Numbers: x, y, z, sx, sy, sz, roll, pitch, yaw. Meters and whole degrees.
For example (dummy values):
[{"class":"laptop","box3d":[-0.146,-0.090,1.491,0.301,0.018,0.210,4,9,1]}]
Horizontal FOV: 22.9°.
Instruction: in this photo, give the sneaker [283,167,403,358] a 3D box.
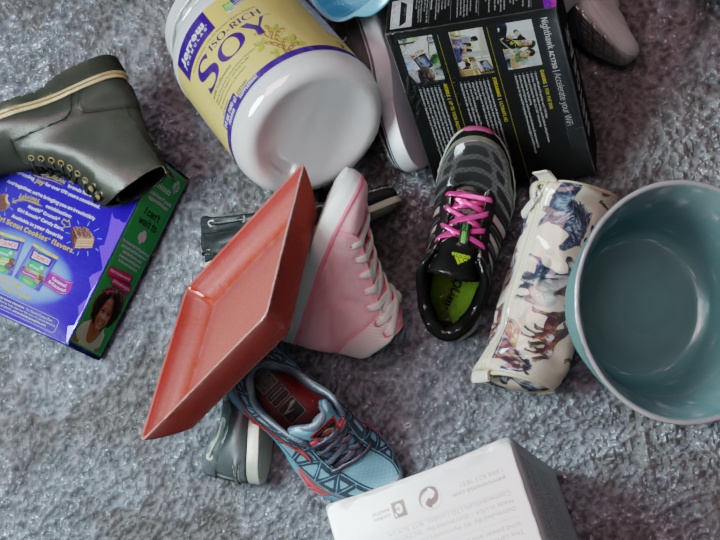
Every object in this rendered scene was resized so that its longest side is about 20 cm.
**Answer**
[{"class":"sneaker","box3d":[0.000,0.000,1.577,0.105,0.200,0.075,20,40,0]}]

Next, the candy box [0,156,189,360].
[{"class":"candy box","box3d":[-0.288,-0.040,1.713,0.169,0.077,0.200,23,84,21]}]

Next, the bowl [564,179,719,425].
[{"class":"bowl","box3d":[0.253,0.028,1.501,0.200,0.105,0.201,1,87,-16]}]

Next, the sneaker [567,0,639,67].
[{"class":"sneaker","box3d":[0.205,-0.277,1.635,0.087,0.075,0.200,-28,74,-7]}]

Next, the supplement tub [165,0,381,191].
[{"class":"supplement tub","box3d":[-0.085,-0.180,1.630,0.145,0.145,0.200,-41,48,3]}]

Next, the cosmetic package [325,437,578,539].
[{"class":"cosmetic package","box3d":[0.094,0.252,1.462,0.165,0.200,0.165,-21,72,10]}]

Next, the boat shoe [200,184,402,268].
[{"class":"boat shoe","box3d":[-0.061,-0.055,1.652,0.199,0.074,0.066,-20,83,20]}]

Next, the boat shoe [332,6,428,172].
[{"class":"boat shoe","box3d":[0.018,-0.178,1.671,0.057,0.069,0.200,-24,68,29]}]

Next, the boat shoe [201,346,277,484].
[{"class":"boat shoe","box3d":[-0.113,0.095,1.631,0.062,0.073,0.200,0,81,12]}]

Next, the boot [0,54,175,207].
[{"class":"boot","box3d":[-0.284,-0.095,1.647,0.200,0.077,0.138,-32,72,4]}]

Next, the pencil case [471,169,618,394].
[{"class":"pencil case","box3d":[0.159,0.015,1.564,0.089,0.078,0.200,22,81,-24]}]

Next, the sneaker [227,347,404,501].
[{"class":"sneaker","box3d":[-0.040,0.143,1.555,0.200,0.096,0.079,40,84,-11]}]

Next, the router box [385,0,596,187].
[{"class":"router box","box3d":[0.118,-0.159,1.561,0.149,0.200,0.051,-7,46,14]}]

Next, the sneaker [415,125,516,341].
[{"class":"sneaker","box3d":[0.091,-0.025,1.559,0.074,0.087,0.200,12,105,5]}]

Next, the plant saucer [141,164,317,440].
[{"class":"plant saucer","box3d":[-0.105,0.034,1.531,0.200,0.037,0.200,-44,23,36]}]

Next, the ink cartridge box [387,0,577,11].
[{"class":"ink cartridge box","box3d":[0.091,-0.281,1.625,0.146,0.084,0.200,-47,63,45]}]

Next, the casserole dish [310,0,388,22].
[{"class":"casserole dish","box3d":[-0.020,-0.321,1.628,0.121,0.039,0.200,-37,75,31]}]
